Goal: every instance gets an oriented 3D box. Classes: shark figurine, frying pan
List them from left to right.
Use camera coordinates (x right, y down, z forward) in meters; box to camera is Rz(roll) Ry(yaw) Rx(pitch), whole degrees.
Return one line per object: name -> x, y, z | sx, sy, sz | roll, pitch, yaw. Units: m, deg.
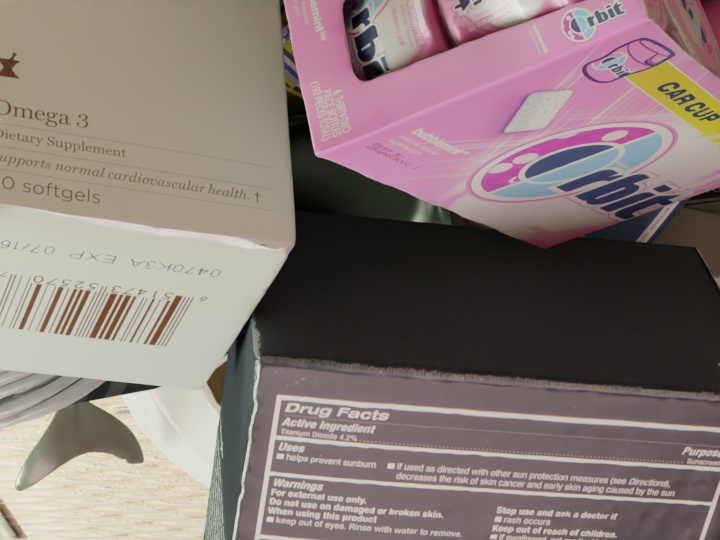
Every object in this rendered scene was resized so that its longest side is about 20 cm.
shark figurine -> -0.193, 0.010, 0.841 | 0.089, 0.214, 0.128 | -28, 147, -61
frying pan -> 0.012, -0.007, 0.749 | 0.115, 0.031, 0.190 | -26, 122, 37

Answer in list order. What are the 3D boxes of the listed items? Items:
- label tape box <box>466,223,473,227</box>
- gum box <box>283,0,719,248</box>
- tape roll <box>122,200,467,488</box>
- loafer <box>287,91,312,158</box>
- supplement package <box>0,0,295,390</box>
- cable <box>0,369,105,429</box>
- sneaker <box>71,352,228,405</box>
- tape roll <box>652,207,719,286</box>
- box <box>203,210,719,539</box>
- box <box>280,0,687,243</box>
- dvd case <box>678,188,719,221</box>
label tape box -> 0.012, 0.045, 0.973 | 0.143, 0.066, 0.200 | 23, 140, -40
gum box -> 0.069, -0.069, 0.551 | 0.113, 0.066, 0.200 | -20, 163, 25
tape roll -> -0.028, 0.036, 0.847 | 0.202, 0.071, 0.203 | 6, 121, 9
loafer -> 0.018, -0.071, 0.775 | 0.200, 0.070, 0.070 | 19, 147, -24
supplement package -> -0.101, -0.072, 0.612 | 0.117, 0.200, 0.117 | 7, 148, -20
cable -> -0.177, -0.018, 0.702 | 0.200, 0.200, 0.069 | -28, 139, -22
sneaker -> -0.142, 0.039, 0.744 | 0.200, 0.072, 0.083 | -16, -169, 11
tape roll -> 0.142, 0.070, 0.788 | 0.200, 0.066, 0.200 | -7, 124, -11
box -> 0.040, 0.091, 0.666 | 0.200, 0.123, 0.198 | 5, 122, -9
box -> 0.056, -0.082, 0.697 | 0.200, 0.064, 0.070 | 25, 120, -19
dvd case -> 0.143, 0.046, 0.831 | 0.150, 0.025, 0.200 | -7, 124, -7
